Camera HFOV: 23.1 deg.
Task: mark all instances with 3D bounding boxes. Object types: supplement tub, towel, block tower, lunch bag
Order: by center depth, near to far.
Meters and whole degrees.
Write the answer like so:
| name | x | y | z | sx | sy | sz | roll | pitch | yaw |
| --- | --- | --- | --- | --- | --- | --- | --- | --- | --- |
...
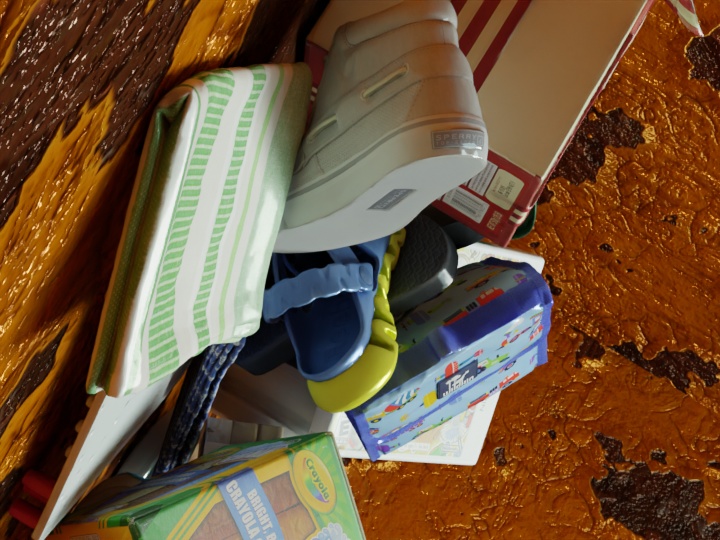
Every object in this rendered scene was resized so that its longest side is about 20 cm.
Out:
| name | x | y | z | sx | sy | sz | roll | pitch | yaw |
| --- | --- | --- | --- | --- | --- | --- | --- | --- | --- |
| towel | -0.071 | -0.024 | 0.853 | 0.200 | 0.023 | 0.154 | -25 | 131 | -73 |
| towel | -0.090 | 0.045 | 1.151 | 0.200 | 0.024 | 0.145 | 118 | -11 | -50 |
| lunch bag | 0.051 | 0.051 | 1.193 | 0.150 | 0.094 | 0.200 | -29 | 174 | -4 |
| block tower | -0.090 | 0.143 | 1.265 | 0.200 | 0.057 | 0.054 | 130 | -32 | -78 |
| supplement tub | -0.025 | 0.052 | 1.411 | 0.201 | 0.140 | 0.140 | -59 | 176 | -8 |

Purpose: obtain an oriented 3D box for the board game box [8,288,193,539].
| name | x | y | z | sx | sy | sz | roll | pitch | yaw |
| --- | --- | --- | --- | --- | --- | --- | --- | --- | --- |
| board game box | -0.112 | 0.027 | 0.977 | 0.201 | 0.026 | 0.200 | -62 | 176 | 32 |

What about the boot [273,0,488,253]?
| name | x | y | z | sx | sy | sz | roll | pitch | yaw |
| --- | --- | --- | --- | --- | --- | --- | --- | --- | --- |
| boot | 0.001 | -0.077 | 0.956 | 0.200 | 0.073 | 0.096 | -27 | -114 | 53 |

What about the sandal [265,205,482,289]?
| name | x | y | z | sx | sy | sz | roll | pitch | yaw |
| --- | --- | --- | --- | --- | --- | --- | --- | --- | --- |
| sandal | 0.000 | 0.000 | 1.241 | 0.199 | 0.043 | 0.076 | -21 | 161 | 9 |

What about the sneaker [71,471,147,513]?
| name | x | y | z | sx | sy | sz | roll | pitch | yaw |
| --- | --- | --- | --- | --- | --- | --- | --- | --- | --- |
| sneaker | -0.187 | 0.221 | 1.123 | 0.201 | 0.076 | 0.081 | -60 | 175 | -11 |

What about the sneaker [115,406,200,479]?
| name | x | y | z | sx | sy | sz | roll | pitch | yaw |
| --- | --- | --- | --- | --- | --- | --- | --- | --- | --- |
| sneaker | -0.155 | 0.194 | 1.261 | 0.201 | 0.082 | 0.074 | -59 | 177 | -19 |

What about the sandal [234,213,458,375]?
| name | x | y | z | sx | sy | sz | roll | pitch | yaw |
| --- | --- | --- | --- | --- | --- | --- | --- | --- | --- |
| sandal | -0.007 | 0.018 | 1.166 | 0.199 | 0.043 | 0.077 | -24 | -136 | 41 |

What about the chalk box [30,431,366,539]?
| name | x | y | z | sx | sy | sz | roll | pitch | yaw |
| --- | --- | --- | --- | --- | --- | --- | --- | --- | --- |
| chalk box | -0.073 | 0.177 | 1.075 | 0.199 | 0.125 | 0.123 | -21 | -176 | -39 |

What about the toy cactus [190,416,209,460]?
| name | x | y | z | sx | sy | sz | roll | pitch | yaw |
| --- | --- | --- | --- | --- | --- | --- | --- | --- | --- |
| toy cactus | -0.138 | 0.191 | 1.495 | 0.200 | 0.102 | 0.166 | -45 | 158 | -38 |

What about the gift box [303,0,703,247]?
| name | x | y | z | sx | sy | sz | roll | pitch | yaw |
| --- | --- | --- | --- | --- | --- | --- | --- | --- | --- |
| gift box | 0.087 | -0.138 | 1.071 | 0.187 | 0.199 | 0.185 | -59 | -179 | -13 |

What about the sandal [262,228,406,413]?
| name | x | y | z | sx | sy | sz | roll | pitch | yaw |
| --- | --- | --- | --- | --- | --- | --- | --- | --- | --- |
| sandal | -0.021 | -0.014 | 1.087 | 0.079 | 0.087 | 0.201 | -28 | -139 | 22 |

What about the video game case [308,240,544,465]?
| name | x | y | z | sx | sy | sz | roll | pitch | yaw |
| --- | --- | --- | --- | --- | --- | --- | --- | --- | --- |
| video game case | 0.054 | 0.061 | 1.375 | 0.199 | 0.023 | 0.183 | 11 | 100 | -49 |

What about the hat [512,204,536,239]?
| name | x | y | z | sx | sy | sz | roll | pitch | yaw |
| --- | --- | --- | --- | --- | --- | --- | --- | --- | --- |
| hat | 0.010 | -0.052 | 1.306 | 0.176 | 0.201 | 0.165 | -42 | -153 | -23 |
